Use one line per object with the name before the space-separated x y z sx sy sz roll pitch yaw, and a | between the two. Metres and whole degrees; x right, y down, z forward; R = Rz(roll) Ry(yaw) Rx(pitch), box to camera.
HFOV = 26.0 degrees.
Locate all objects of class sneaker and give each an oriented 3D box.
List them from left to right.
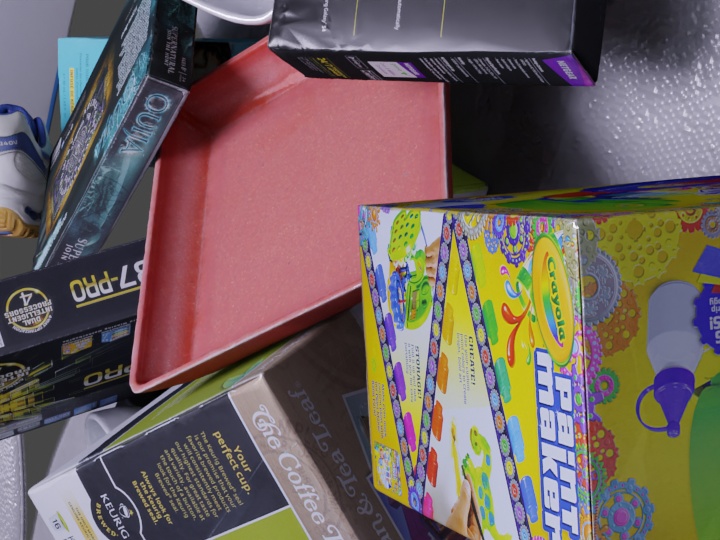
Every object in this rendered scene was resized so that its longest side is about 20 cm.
sneaker | -0.233 -0.069 1.079 0.200 0.074 0.089 -167 80 -80

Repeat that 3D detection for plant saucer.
plant saucer | -0.027 -0.047 0.791 0.198 0.037 0.202 -26 45 30

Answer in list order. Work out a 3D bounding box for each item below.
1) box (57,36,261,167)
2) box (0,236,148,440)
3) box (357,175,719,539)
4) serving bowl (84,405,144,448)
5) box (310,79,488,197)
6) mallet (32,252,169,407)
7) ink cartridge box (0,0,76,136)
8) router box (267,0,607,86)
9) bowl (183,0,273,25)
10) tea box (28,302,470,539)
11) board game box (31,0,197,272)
box | -0.122 -0.108 1.000 0.199 0.049 0.083 10 104 48
box | -0.164 0.040 0.924 0.161 0.198 0.050 120 131 -66
box | 0.126 0.030 0.591 0.192 0.198 0.124 -170 75 -68
serving bowl | -0.109 0.174 0.995 0.201 0.065 0.201 53 156 37
box | 0.000 0.000 0.881 0.122 0.047 0.202 34 120 39
mallet | -0.193 0.063 1.124 0.200 0.041 0.066 47 130 39
ink cartridge box | -0.302 -0.199 1.163 0.200 0.084 0.146 40 123 38
router box | 0.044 -0.189 0.719 0.148 0.051 0.202 5 82 24
bowl | -0.066 -0.250 0.851 0.199 0.074 0.201 33 105 21
tea box | -0.031 0.143 0.818 0.196 0.133 0.201 -26 96 38
board game box | -0.147 -0.085 0.927 0.200 0.028 0.136 -53 27 40
